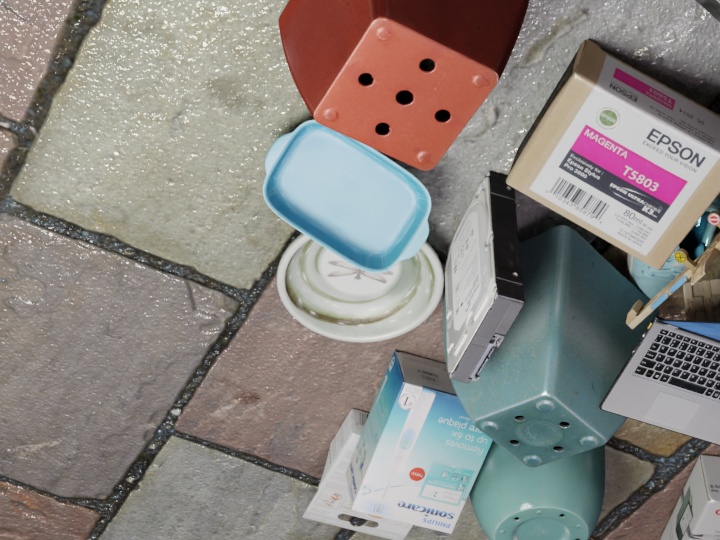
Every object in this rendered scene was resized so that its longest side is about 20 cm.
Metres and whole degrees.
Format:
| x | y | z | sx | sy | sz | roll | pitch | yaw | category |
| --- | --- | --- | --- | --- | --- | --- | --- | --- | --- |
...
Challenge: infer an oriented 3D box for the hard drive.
| x | y | z | sx | sy | sz | roll | pitch | yaw | category |
| --- | --- | --- | --- | --- | --- | --- | --- | --- | --- |
| 0.134 | 0.007 | 1.525 | 0.037 | 0.201 | 0.140 | 14 | 134 | -12 | hard drive |

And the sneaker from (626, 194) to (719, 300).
| x | y | z | sx | sy | sz | roll | pitch | yaw | category |
| --- | --- | --- | --- | --- | --- | --- | --- | --- | --- |
| 0.357 | -0.025 | 1.571 | 0.073 | 0.083 | 0.201 | 7 | 134 | -4 | sneaker |

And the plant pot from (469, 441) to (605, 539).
| x | y | z | sx | sy | sz | roll | pitch | yaw | category |
| --- | --- | --- | --- | --- | --- | --- | --- | --- | --- |
| 0.232 | 0.286 | 1.818 | 0.198 | 0.162 | 0.202 | 1 | 134 | 1 | plant pot |

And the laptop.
| x | y | z | sx | sy | sz | roll | pitch | yaw | category |
| --- | --- | --- | --- | --- | --- | --- | --- | --- | --- |
| 0.393 | 0.127 | 1.463 | 0.185 | 0.116 | 0.201 | 18 | 118 | -19 | laptop |

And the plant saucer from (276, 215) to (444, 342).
| x | y | z | sx | sy | sz | roll | pitch | yaw | category |
| --- | --- | --- | --- | --- | --- | --- | --- | --- | --- |
| 0.000 | 0.000 | 1.626 | 0.197 | 0.051 | 0.202 | 0 | 134 | 0 | plant saucer |

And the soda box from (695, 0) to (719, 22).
| x | y | z | sx | sy | sz | roll | pitch | yaw | category |
| --- | --- | --- | --- | --- | --- | --- | --- | --- | --- |
| 0.358 | -0.286 | 1.329 | 0.199 | 0.071 | 0.063 | 33 | 127 | -27 | soda box |

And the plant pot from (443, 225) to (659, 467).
| x | y | z | sx | sy | sz | roll | pitch | yaw | category |
| --- | --- | --- | --- | --- | --- | --- | --- | --- | --- |
| 0.214 | 0.108 | 1.598 | 0.195 | 0.202 | 0.196 | -25 | 129 | 38 | plant pot |

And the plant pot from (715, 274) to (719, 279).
| x | y | z | sx | sy | sz | roll | pitch | yaw | category |
| --- | --- | --- | --- | --- | --- | --- | --- | --- | --- |
| 0.506 | 0.093 | 1.619 | 0.195 | 0.201 | 0.200 | 31 | 128 | -15 | plant pot |

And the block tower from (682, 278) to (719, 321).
| x | y | z | sx | sy | sz | roll | pitch | yaw | category |
| --- | --- | --- | --- | --- | --- | --- | --- | --- | --- |
| 0.455 | 0.033 | 1.498 | 0.197 | 0.055 | 0.058 | -7 | 163 | 11 | block tower |

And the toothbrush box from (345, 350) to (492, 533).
| x | y | z | sx | sy | sz | roll | pitch | yaw | category |
| --- | --- | --- | --- | --- | --- | --- | --- | --- | --- |
| 0.081 | 0.224 | 1.775 | 0.145 | 0.086 | 0.202 | 16 | 114 | -14 | toothbrush box |

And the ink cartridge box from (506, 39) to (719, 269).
| x | y | z | sx | sy | sz | roll | pitch | yaw | category |
| --- | --- | --- | --- | --- | --- | --- | --- | --- | --- |
| 0.279 | -0.120 | 1.453 | 0.198 | 0.075 | 0.166 | 29 | 131 | 0 | ink cartridge box |

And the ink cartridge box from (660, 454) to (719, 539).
| x | y | z | sx | sy | sz | roll | pitch | yaw | category |
| --- | --- | --- | --- | --- | --- | --- | --- | --- | --- |
| 0.523 | 0.358 | 1.931 | 0.144 | 0.085 | 0.201 | 6 | 134 | -5 | ink cartridge box |

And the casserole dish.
| x | y | z | sx | sy | sz | roll | pitch | yaw | category |
| --- | --- | --- | --- | --- | --- | --- | --- | --- | --- |
| -0.015 | -0.084 | 1.513 | 0.199 | 0.039 | 0.122 | 32 | 102 | -8 | casserole dish |

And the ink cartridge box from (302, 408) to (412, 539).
| x | y | z | sx | sy | sz | roll | pitch | yaw | category |
| --- | --- | --- | --- | --- | --- | --- | --- | --- | --- |
| 0.025 | 0.287 | 1.903 | 0.161 | 0.058 | 0.201 | 17 | 136 | -15 | ink cartridge box |

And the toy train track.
| x | y | z | sx | sy | sz | roll | pitch | yaw | category |
| --- | --- | --- | --- | --- | --- | --- | --- | --- | --- |
| 0.347 | -0.006 | 1.487 | 0.032 | 0.115 | 0.200 | 41 | 134 | 3 | toy train track |

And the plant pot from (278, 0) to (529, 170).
| x | y | z | sx | sy | sz | roll | pitch | yaw | category |
| --- | --- | --- | --- | --- | --- | --- | --- | --- | --- |
| 0.043 | -0.219 | 1.328 | 0.198 | 0.178 | 0.200 | 22 | 131 | -19 | plant pot |
